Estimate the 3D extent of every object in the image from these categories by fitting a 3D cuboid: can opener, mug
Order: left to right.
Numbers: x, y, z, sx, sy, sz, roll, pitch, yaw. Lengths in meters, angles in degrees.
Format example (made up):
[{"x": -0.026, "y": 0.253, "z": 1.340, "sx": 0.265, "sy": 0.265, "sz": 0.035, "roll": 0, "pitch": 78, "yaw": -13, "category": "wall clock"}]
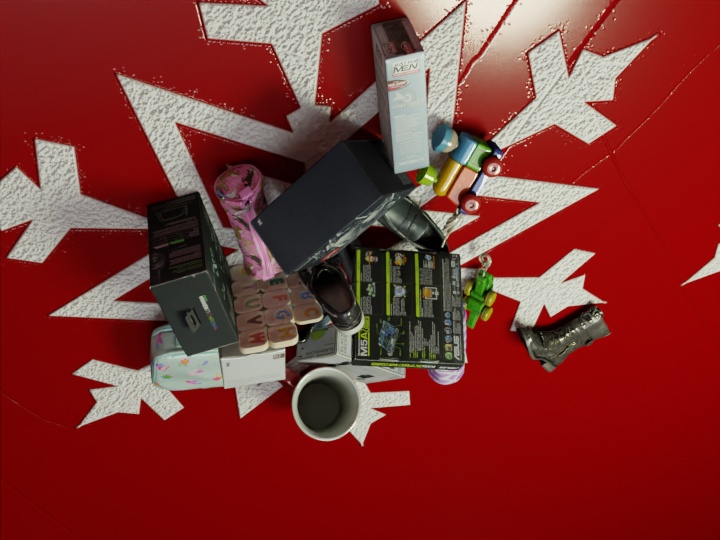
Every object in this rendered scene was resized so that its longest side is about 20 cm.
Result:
[{"x": -0.086, "y": 0.247, "z": 1.618, "sx": 0.132, "sy": 0.179, "sz": 0.200, "roll": -26, "pitch": 174, "yaw": -11, "category": "mug"}, {"x": 0.000, "y": 0.000, "z": 1.484, "sx": 0.052, "sy": 0.067, "sz": 0.201, "roll": -20, "pitch": 128, "yaw": 8, "category": "can opener"}]

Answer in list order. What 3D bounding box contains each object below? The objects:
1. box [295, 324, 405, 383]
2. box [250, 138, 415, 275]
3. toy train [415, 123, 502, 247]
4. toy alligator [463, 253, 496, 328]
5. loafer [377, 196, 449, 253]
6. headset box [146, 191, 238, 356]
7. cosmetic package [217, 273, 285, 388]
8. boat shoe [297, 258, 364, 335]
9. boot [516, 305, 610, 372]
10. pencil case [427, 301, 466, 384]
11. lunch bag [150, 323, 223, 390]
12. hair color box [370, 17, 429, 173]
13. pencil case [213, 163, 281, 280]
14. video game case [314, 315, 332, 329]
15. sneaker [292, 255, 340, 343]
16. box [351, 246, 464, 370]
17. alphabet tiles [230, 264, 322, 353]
[{"x": -0.016, "y": 0.166, "z": 1.589, "sx": 0.116, "sy": 0.061, "sz": 0.199, "roll": -16, "pitch": 152, "yaw": 42, "category": "box"}, {"x": -0.039, "y": -0.102, "z": 1.266, "sx": 0.199, "sy": 0.105, "sz": 0.182, "roll": -39, "pitch": 174, "yaw": 22, "category": "box"}, {"x": 0.140, "y": -0.139, "z": 1.355, "sx": 0.114, "sy": 0.085, "sz": 0.201, "roll": 22, "pitch": 114, "yaw": -19, "category": "toy train"}, {"x": 0.241, "y": 0.032, "z": 1.593, "sx": 0.054, "sy": 0.059, "sz": 0.202, "roll": -42, "pitch": 150, "yaw": -38, "category": "toy alligator"}, {"x": 0.087, "y": -0.085, "z": 1.402, "sx": 0.200, "sy": 0.070, "sz": 0.069, "roll": 37, "pitch": 82, "yaw": -42, "category": "loafer"}, {"x": -0.268, "y": 0.011, "z": 1.305, "sx": 0.091, "sy": 0.202, "sz": 0.175, "roll": -16, "pitch": 137, "yaw": -1, "category": "headset box"}, {"x": -0.198, "y": 0.097, "z": 1.410, "sx": 0.111, "sy": 0.202, "sz": 0.082, "roll": -6, "pitch": 136, "yaw": -11, "category": "cosmetic package"}, {"x": -0.058, "y": 0.019, "z": 1.356, "sx": 0.073, "sy": 0.201, "sz": 0.061, "roll": -27, "pitch": 143, "yaw": -4, "category": "boat shoe"}, {"x": 0.438, "y": 0.129, "z": 1.744, "sx": 0.173, "sy": 0.070, "sz": 0.200, "roll": -36, "pitch": 141, "yaw": 15, "category": "boot"}, {"x": 0.171, "y": 0.144, "z": 1.653, "sx": 0.083, "sy": 0.085, "sz": 0.202, "roll": -29, "pitch": 139, "yaw": -24, "category": "pencil case"}, {"x": -0.289, "y": 0.153, "z": 1.509, "sx": 0.197, "sy": 0.078, "sz": 0.161, "roll": -3, "pitch": 147, "yaw": -16, "category": "lunch bag"}, {"x": 0.061, "y": -0.257, "z": 1.213, "sx": 0.060, "sy": 0.100, "sz": 0.202, "roll": -12, "pitch": 136, "yaw": -4, "category": "hair color box"}, {"x": -0.175, "y": -0.075, "z": 1.325, "sx": 0.082, "sy": 0.087, "sz": 0.201, "roll": 13, "pitch": 143, "yaw": 21, "category": "pencil case"}, {"x": 0.019, "y": 0.107, "z": 1.575, "sx": 0.197, "sy": 0.018, "sz": 0.143, "roll": 3, "pitch": 161, "yaw": -19, "category": "video game case"}, {"x": -0.082, "y": 0.053, "z": 1.483, "sx": 0.077, "sy": 0.091, "sz": 0.201, "roll": 6, "pitch": 130, "yaw": -23, "category": "sneaker"}, {"x": 0.079, "y": 0.065, "z": 1.390, "sx": 0.190, "sy": 0.203, "sz": 0.048, "roll": 2, "pitch": 159, "yaw": -7, "category": "box"}, {"x": -0.166, "y": 0.055, "z": 1.379, "sx": 0.193, "sy": 0.201, "sz": 0.015, "roll": -9, "pitch": 134, "yaw": -7, "category": "alphabet tiles"}]
